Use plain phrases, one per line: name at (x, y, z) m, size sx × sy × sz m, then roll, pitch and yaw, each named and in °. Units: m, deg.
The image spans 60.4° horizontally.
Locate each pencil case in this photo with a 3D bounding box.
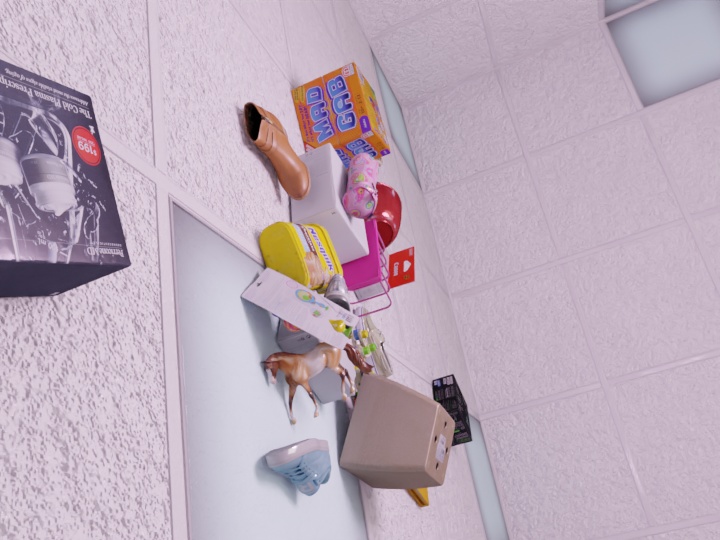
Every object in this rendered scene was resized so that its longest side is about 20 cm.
pencil case at (0.005, -0.202, 1.466) m, size 0.202 × 0.085 × 0.089 m, roll -86°, pitch 153°, yaw -57°

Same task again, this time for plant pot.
plant pot at (0.093, 0.354, 1.312) m, size 0.200 × 0.172 × 0.205 m, roll 52°, pitch 48°, yaw -52°

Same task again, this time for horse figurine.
horse figurine at (-0.074, 0.182, 1.104) m, size 0.050 × 0.196 × 0.136 m, roll -5°, pitch -75°, yaw 64°

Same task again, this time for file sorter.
file sorter at (0.000, 0.000, 1.584) m, size 0.127 × 0.135 × 0.204 m, roll 61°, pitch 18°, yaw -44°

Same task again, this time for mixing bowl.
mixing bowl at (0.032, -0.127, 1.689) m, size 0.202 × 0.196 × 0.110 m, roll 59°, pitch 8°, yaw -40°

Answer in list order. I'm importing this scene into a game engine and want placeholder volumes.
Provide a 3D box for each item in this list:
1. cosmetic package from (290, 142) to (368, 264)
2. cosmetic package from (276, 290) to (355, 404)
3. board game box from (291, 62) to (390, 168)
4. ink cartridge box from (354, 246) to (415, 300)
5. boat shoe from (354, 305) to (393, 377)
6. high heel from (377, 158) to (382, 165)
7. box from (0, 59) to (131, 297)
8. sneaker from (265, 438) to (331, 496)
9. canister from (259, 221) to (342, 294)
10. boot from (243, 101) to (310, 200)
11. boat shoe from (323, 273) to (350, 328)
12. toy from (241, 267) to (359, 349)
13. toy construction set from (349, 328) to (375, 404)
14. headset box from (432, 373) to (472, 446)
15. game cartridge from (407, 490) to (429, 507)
cosmetic package at (-0.077, -0.152, 1.498) m, size 0.200 × 0.120 × 0.204 m, roll 53°, pitch 23°, yaw -50°
cosmetic package at (-0.081, 0.154, 1.218) m, size 0.114 × 0.079 × 0.203 m, roll -88°, pitch 157°, yaw -51°
board game box at (-0.051, -0.419, 1.750) m, size 0.199 × 0.195 × 0.206 m, roll 24°, pitch 49°, yaw -70°
ink cartridge box at (0.070, -0.010, 1.775) m, size 0.202 × 0.169 × 0.044 m, roll -83°, pitch 150°, yaw -58°
boat shoe at (0.037, 0.190, 1.640) m, size 0.072 × 0.060 × 0.206 m, roll 11°, pitch 62°, yaw -73°
high heel at (0.038, -0.458, 2.350) m, size 0.200 × 0.069 × 0.147 m, roll 122°, pitch -44°, yaw -88°
box at (-0.323, -0.078, 0.551) m, size 0.199 × 0.101 × 0.188 m, roll 1°, pitch 73°, yaw -74°
sneaker at (-0.089, 0.323, 1.007) m, size 0.200 × 0.072 × 0.084 m, roll 33°, pitch 38°, yaw -66°
canister at (-0.118, -0.023, 1.263) m, size 0.152 × 0.085 × 0.199 m, roll 68°, pitch 16°, yaw 6°
boot at (-0.180, -0.257, 1.325) m, size 0.155 × 0.075 × 0.205 m, roll 26°, pitch 46°, yaw -72°
boat shoe at (-0.052, 0.087, 1.300) m, size 0.204 × 0.072 × 0.066 m, roll 93°, pitch -1°, yaw -57°
toy at (-0.107, 0.078, 1.098) m, size 0.116 × 0.196 × 0.048 m, roll -56°, pitch 169°, yaw -61°
toy construction set at (0.016, 0.245, 1.468) m, size 0.203 × 0.091 × 0.131 m, roll 58°, pitch 17°, yaw -10°
headset box at (0.348, 0.530, 2.326) m, size 0.176 × 0.090 × 0.203 m, roll -88°, pitch 156°, yaw -53°
game cartridge at (0.138, 0.518, 1.703) m, size 0.203 × 0.032 × 0.178 m, roll -95°, pitch 161°, yaw -46°
